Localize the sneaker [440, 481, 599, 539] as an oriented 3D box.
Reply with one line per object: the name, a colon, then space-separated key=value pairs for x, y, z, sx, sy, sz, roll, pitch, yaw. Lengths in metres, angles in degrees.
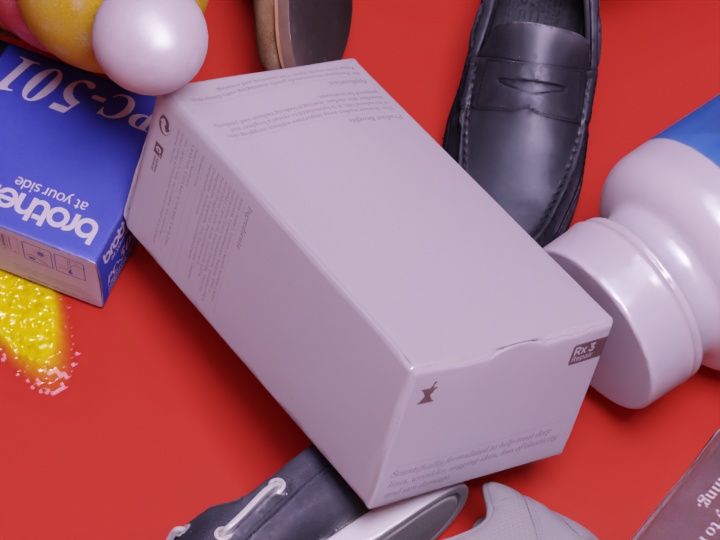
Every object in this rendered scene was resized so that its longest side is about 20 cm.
sneaker: x=0.025 y=0.166 z=1.041 sx=0.092 sy=0.076 sz=0.200 roll=33 pitch=55 yaw=26

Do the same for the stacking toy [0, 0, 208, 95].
stacking toy: x=-0.110 y=-0.137 z=1.133 sx=0.146 sy=0.146 sz=0.200 roll=-20 pitch=34 yaw=-13

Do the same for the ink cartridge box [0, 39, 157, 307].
ink cartridge box: x=-0.190 y=-0.063 z=1.187 sx=0.200 sy=0.044 sz=0.094 roll=20 pitch=62 yaw=11

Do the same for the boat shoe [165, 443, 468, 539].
boat shoe: x=-0.049 y=0.124 z=1.061 sx=0.200 sy=0.076 sz=0.060 roll=-28 pitch=63 yaw=-31

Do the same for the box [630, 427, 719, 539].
box: x=0.160 y=0.202 z=0.959 sx=0.200 sy=0.164 sz=0.166 roll=35 pitch=63 yaw=18

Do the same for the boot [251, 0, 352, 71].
boot: x=-0.050 y=-0.163 z=1.250 sx=0.075 sy=0.074 sz=0.200 roll=-15 pitch=54 yaw=14

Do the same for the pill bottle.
pill bottle: x=0.177 y=-0.024 z=1.132 sx=0.200 sy=0.112 sz=0.112 roll=-34 pitch=65 yaw=-20

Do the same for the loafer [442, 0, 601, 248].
loafer: x=0.076 y=-0.089 z=1.194 sx=0.068 sy=0.070 sz=0.201 roll=8 pitch=58 yaw=4

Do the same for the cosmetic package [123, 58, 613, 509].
cosmetic package: x=0.000 y=0.000 z=1.094 sx=0.113 sy=0.081 sz=0.200 roll=-11 pitch=45 yaw=-35
